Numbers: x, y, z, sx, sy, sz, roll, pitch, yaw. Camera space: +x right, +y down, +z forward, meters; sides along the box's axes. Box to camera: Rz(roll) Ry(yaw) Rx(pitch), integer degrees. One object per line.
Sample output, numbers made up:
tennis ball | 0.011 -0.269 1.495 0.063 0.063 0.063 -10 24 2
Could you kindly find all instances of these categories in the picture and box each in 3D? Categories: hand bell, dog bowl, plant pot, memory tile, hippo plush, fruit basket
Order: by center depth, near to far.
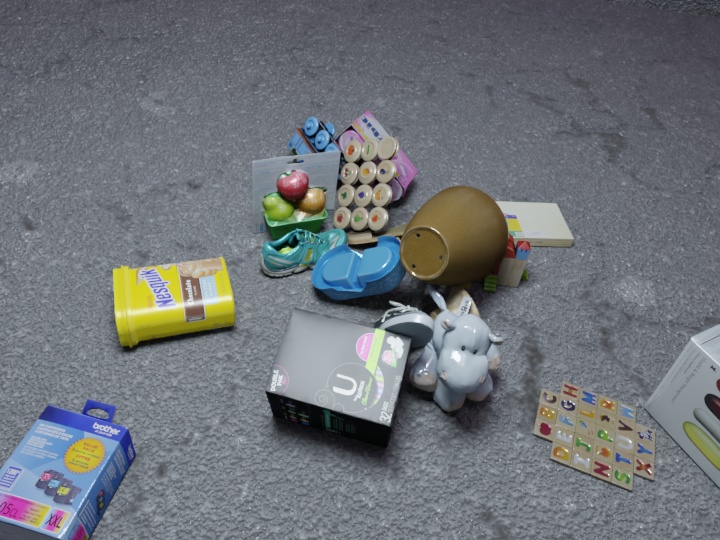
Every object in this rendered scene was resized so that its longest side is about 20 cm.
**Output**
hippo plush | 0.179 0.130 0.986 0.157 0.161 0.203 18 78 -9
plant pot | 0.152 -0.051 1.102 0.185 0.189 0.199 28 23 21
hand bell | 0.112 0.116 1.112 0.198 0.105 0.105 -25 50 -13
dog bowl | 0.000 0.000 1.163 0.197 0.050 0.113 -10 45 29
fruit basket | -0.138 -0.164 1.268 0.182 0.202 0.094 -11 47 -18
memory tile | 0.010 -0.184 1.304 0.152 0.204 0.017 6 -5 40

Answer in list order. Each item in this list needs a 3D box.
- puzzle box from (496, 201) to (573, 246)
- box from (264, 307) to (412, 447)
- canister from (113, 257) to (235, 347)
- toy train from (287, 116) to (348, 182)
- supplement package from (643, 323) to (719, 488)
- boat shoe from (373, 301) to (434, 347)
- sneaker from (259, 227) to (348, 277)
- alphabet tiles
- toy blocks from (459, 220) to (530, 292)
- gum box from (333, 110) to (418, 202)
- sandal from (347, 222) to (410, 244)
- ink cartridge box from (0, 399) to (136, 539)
puzzle box | 0.377 -0.109 1.409 0.196 0.026 0.134 1 44 -6
box | -0.032 0.170 0.966 0.197 0.125 0.150 14 60 8
canister | -0.335 0.050 1.101 0.197 0.087 0.150 -8 46 -18
toy train | -0.091 -0.278 1.457 0.086 0.115 0.201 7 40 -48
supplement package | 0.610 0.218 0.977 0.145 0.193 0.201 -17 47 -23
boat shoe | 0.067 0.090 1.002 0.073 0.199 0.069 23 65 -8
sneaker | -0.110 -0.047 1.237 0.198 0.080 0.078 -20 49 -27
alphabet tiles | 0.394 0.272 1.026 0.197 0.006 0.167 19 45 12
toy blocks | 0.263 -0.043 1.242 0.196 0.138 0.101 9 43 1
gum box | 0.042 -0.259 1.414 0.200 0.066 0.114 48 35 -9
sandal | 0.077 -0.057 1.292 0.208 0.071 0.078 -5 17 17
ink cartridge box | -0.414 0.280 0.858 0.134 0.077 0.201 13 42 6
